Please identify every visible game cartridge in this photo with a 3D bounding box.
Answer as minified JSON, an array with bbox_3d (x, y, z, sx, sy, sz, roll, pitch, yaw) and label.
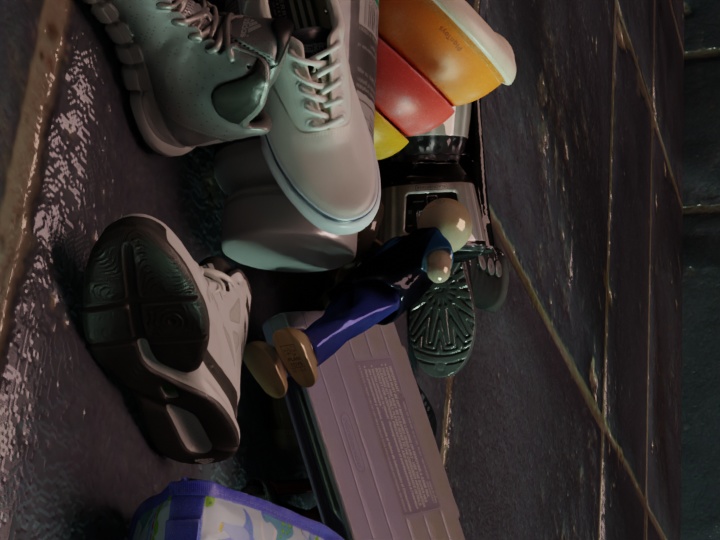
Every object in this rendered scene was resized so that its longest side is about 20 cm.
[{"bbox_3d":[0.005,0.125,1.116,0.129,0.038,0.202,2,66,-55],"label":"game cartridge"}]

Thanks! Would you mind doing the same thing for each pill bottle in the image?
[{"bbox_3d":[-0.045,-0.108,1.089,0.113,0.112,0.202,40,49,-64],"label":"pill bottle"}]

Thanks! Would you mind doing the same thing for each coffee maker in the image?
[{"bbox_3d":[0.057,-0.106,1.350,0.192,0.133,0.202,1,87,-71],"label":"coffee maker"}]

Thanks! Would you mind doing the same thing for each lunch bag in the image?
[{"bbox_3d":[-0.082,0.225,0.910,0.200,0.126,0.172,63,29,-68],"label":"lunch bag"}]

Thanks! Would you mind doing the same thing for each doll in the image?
[{"bbox_3d":[0.013,0.012,1.062,0.200,0.136,0.049,-39,99,-37],"label":"doll"}]

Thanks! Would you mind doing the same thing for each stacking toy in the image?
[{"bbox_3d":[0.008,-0.137,1.193,0.146,0.200,0.146,44,4,-4],"label":"stacking toy"}]

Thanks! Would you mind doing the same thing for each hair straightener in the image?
[{"bbox_3d":[-0.042,0.192,1.154,0.200,0.041,0.078,21,67,-69],"label":"hair straightener"}]

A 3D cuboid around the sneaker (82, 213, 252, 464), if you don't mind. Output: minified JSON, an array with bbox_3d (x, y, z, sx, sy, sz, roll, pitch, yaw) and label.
[{"bbox_3d":[-0.116,0.017,0.955,0.201,0.075,0.116,78,11,-45],"label":"sneaker"}]

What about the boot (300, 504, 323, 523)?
[{"bbox_3d":[-0.011,0.238,1.158,0.200,0.068,0.190,-42,125,-56],"label":"boot"}]

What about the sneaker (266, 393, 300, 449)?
[{"bbox_3d":[-0.015,0.076,1.206,0.200,0.070,0.076,-34,119,-68],"label":"sneaker"}]

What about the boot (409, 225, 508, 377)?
[{"bbox_3d":[0.104,0.026,1.577,0.200,0.065,0.167,15,74,-74],"label":"boot"}]

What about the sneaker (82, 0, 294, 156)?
[{"bbox_3d":[-0.100,-0.162,0.939,0.075,0.114,0.201,-71,151,-45],"label":"sneaker"}]

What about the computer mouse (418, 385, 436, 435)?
[{"bbox_3d":[0.017,0.100,1.367,0.059,0.034,0.201,-60,140,-29],"label":"computer mouse"}]

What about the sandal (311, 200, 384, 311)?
[{"bbox_3d":[0.000,0.000,1.194,0.200,0.054,0.082,115,-8,-64],"label":"sandal"}]

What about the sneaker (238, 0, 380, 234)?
[{"bbox_3d":[-0.036,-0.122,0.998,0.071,0.072,0.202,125,-54,-71],"label":"sneaker"}]
